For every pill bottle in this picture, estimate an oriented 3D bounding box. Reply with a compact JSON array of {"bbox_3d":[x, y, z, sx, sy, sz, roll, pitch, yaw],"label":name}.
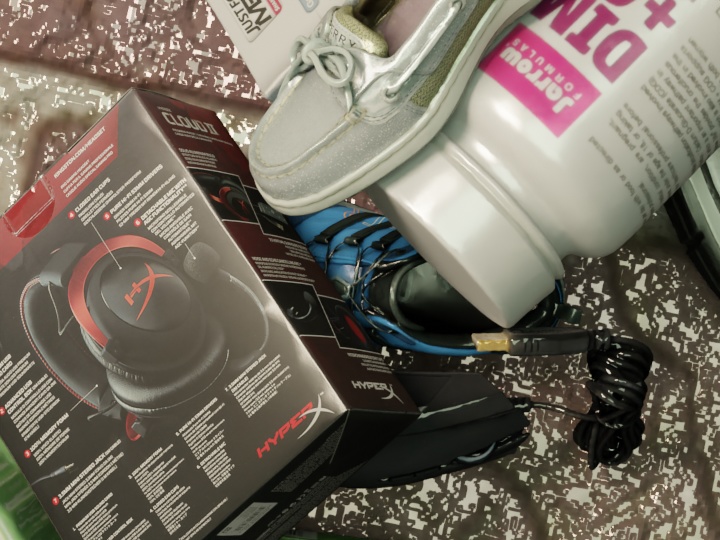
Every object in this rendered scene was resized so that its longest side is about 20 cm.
[{"bbox_3d":[0.100,-0.078,0.940,0.113,0.113,0.200,45,85,-1],"label":"pill bottle"}]

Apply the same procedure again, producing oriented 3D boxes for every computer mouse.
[{"bbox_3d":[0.036,0.066,0.990,0.199,0.141,0.046,4,66,-1],"label":"computer mouse"}]

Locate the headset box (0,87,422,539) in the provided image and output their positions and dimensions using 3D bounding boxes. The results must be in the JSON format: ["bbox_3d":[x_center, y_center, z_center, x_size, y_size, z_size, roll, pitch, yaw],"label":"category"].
[{"bbox_3d":[-0.092,0.029,0.972,0.149,0.075,0.200,-43,68,17],"label":"headset box"}]

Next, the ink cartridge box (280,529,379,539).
[{"bbox_3d":[-0.047,0.222,1.028,0.103,0.059,0.201,7,89,0],"label":"ink cartridge box"}]

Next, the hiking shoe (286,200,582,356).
[{"bbox_3d":[0.000,0.000,1.018,0.199,0.087,0.075,2,89,-1],"label":"hiking shoe"}]

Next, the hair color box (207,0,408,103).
[{"bbox_3d":[0.024,-0.163,0.968,0.200,0.061,0.099,-43,51,14],"label":"hair color box"}]

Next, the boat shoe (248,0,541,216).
[{"bbox_3d":[0.021,-0.109,0.892,0.202,0.075,0.065,-45,127,10],"label":"boat shoe"}]

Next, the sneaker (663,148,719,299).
[{"bbox_3d":[0.186,-0.085,1.029,0.115,0.076,0.202,-21,88,0],"label":"sneaker"}]

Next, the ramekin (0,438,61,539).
[{"bbox_3d":[-0.228,0.159,1.005,0.199,0.098,0.201,0,89,-1],"label":"ramekin"}]
